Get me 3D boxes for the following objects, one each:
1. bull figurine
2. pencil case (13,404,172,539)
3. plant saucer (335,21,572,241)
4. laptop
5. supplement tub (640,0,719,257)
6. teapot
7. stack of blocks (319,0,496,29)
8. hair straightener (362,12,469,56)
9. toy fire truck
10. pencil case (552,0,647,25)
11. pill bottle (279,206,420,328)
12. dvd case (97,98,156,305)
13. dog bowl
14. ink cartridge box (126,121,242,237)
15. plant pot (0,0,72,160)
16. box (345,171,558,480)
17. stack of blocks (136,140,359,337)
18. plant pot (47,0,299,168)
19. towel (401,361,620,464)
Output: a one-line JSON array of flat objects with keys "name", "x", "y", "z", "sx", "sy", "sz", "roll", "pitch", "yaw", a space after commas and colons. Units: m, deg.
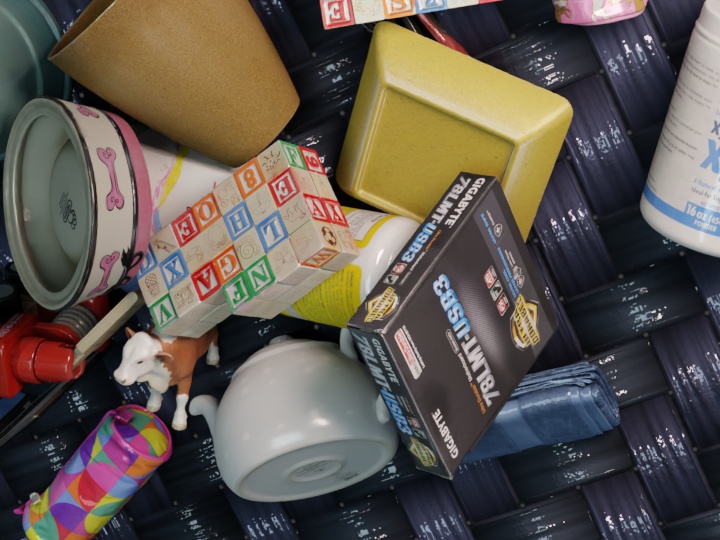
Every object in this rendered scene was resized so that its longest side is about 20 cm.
[{"name": "bull figurine", "x": -0.184, "y": 0.077, "z": 1.752, "sx": 0.065, "sy": 0.200, "sz": 0.122, "roll": 13, "pitch": 123, "yaw": 12}, {"name": "pencil case", "x": -0.288, "y": 0.229, "z": 1.903, "sx": 0.088, "sy": 0.088, "sz": 0.200, "roll": 45, "pitch": 115, "yaw": -1}, {"name": "plant saucer", "x": 0.075, "y": -0.106, "z": 1.645, "sx": 0.199, "sy": 0.048, "sz": 0.200, "roll": 25, "pitch": 132, "yaw": 9}, {"name": "laptop", "x": -0.392, "y": 0.121, "z": 1.837, "sx": 0.200, "sy": 0.187, "sz": 0.116, "roll": -36, "pitch": 97, "yaw": 26}, {"name": "supplement tub", "x": 0.330, "y": -0.123, "z": 1.538, "sx": 0.131, "sy": 0.132, "sz": 0.201, "roll": 18, "pitch": 115, "yaw": 12}, {"name": "teapot", "x": -0.058, "y": 0.131, "z": 1.754, "sx": 0.199, "sy": 0.198, "sz": 0.147, "roll": -8, "pitch": 65, "yaw": -13}, {"name": "stack of blocks", "x": 0.058, "y": -0.289, "z": 1.583, "sx": 0.199, "sy": 0.059, "sz": 0.116, "roll": -9, "pitch": 100, "yaw": 10}, {"name": "hair straightener", "x": 0.052, "y": -0.200, "z": 1.652, "sx": 0.077, "sy": 0.041, "sz": 0.200, "roll": -36, "pitch": 100, "yaw": 26}, {"name": "toy fire truck", "x": -0.291, "y": 0.053, "z": 1.782, "sx": 0.199, "sy": 0.176, "sz": 0.129, "roll": 6, "pitch": 115, "yaw": 17}, {"name": "pencil case", "x": 0.195, "y": -0.315, "z": 1.540, "sx": 0.082, "sy": 0.086, "sz": 0.201, "roll": -2, "pitch": 109, "yaw": 33}, {"name": "pill bottle", "x": 0.000, "y": 0.000, "z": 1.675, "sx": 0.199, "sy": 0.114, "sz": 0.115, "roll": 12, "pitch": 114, "yaw": 35}, {"name": "dvd case", "x": -0.230, "y": -0.076, "z": 1.808, "sx": 0.142, "sy": 0.018, "sz": 0.201, "roll": 31, "pitch": 117, "yaw": 7}, {"name": "dog bowl", "x": -0.264, "y": -0.065, "z": 1.663, "sx": 0.200, "sy": 0.074, "sz": 0.201, "roll": 10, "pitch": 102, "yaw": 55}, {"name": "ink cartridge box", "x": -0.170, "y": -0.063, "z": 1.743, "sx": 0.199, "sy": 0.067, "sz": 0.118, "roll": 16, "pitch": 113, "yaw": 13}, {"name": "plant pot", "x": -0.415, "y": -0.178, "z": 1.735, "sx": 0.199, "sy": 0.196, "sz": 0.201, "roll": 6, "pitch": 112, "yaw": 16}, {"name": "box", "x": 0.087, "y": 0.050, "z": 1.596, "sx": 0.050, "sy": 0.199, "sz": 0.200, "roll": 11, "pitch": 141, "yaw": 38}, {"name": "stack of blocks", "x": -0.110, "y": -0.014, "z": 1.638, "sx": 0.200, "sy": 0.058, "sz": 0.116, "roll": -35, "pitch": 66, "yaw": 26}, {"name": "plant pot", "x": -0.157, "y": -0.199, "z": 1.666, "sx": 0.186, "sy": 0.187, "sz": 0.200, "roll": -39, "pitch": 109, "yaw": 26}, {"name": "towel", "x": 0.144, "y": 0.140, "z": 1.712, "sx": 0.199, "sy": 0.112, "sz": 0.049, "roll": -14, "pitch": 59, "yaw": 15}]
